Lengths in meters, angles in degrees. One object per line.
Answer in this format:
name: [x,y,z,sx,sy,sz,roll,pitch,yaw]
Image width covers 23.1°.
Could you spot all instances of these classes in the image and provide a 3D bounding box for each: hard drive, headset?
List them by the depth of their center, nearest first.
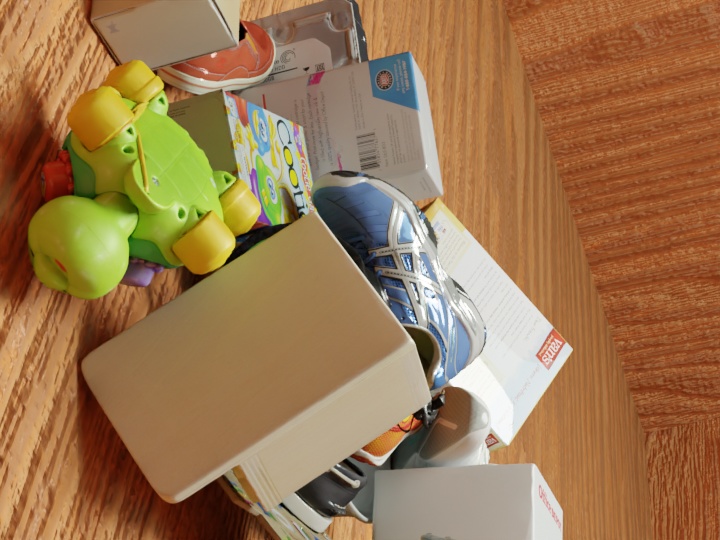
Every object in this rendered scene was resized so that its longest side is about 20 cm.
headset: [-0.022,0.049,1.329,0.200,0.124,0.094,40,-2,7]
hard drive: [-0.055,-0.145,1.628,0.038,0.139,0.201,43,38,-65]

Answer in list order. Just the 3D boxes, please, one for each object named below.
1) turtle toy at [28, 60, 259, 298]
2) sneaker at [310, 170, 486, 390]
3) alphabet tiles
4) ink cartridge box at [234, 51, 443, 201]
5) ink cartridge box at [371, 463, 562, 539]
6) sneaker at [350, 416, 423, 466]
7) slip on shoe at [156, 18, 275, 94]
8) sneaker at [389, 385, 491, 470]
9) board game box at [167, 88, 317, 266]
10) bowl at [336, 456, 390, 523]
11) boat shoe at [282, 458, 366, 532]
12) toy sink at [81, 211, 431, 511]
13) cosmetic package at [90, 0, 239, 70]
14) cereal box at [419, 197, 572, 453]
turtle toy: [-0.160,-0.047,1.192,0.146,0.101,0.200,51,21,-9]
sneaker: [0.026,0.007,1.404,0.200,0.076,0.077,52,43,-11]
alphabet tiles: [-0.071,0.176,1.347,0.166,0.006,0.200,46,1,37]
ink cartridge box: [-0.037,-0.108,1.550,0.068,0.199,0.115,52,28,-66]
ink cartridge box: [0.092,0.278,1.491,0.145,0.144,0.201,58,33,-60]
sneaker: [0.032,0.100,1.475,0.077,0.073,0.200,-60,180,18]
slip on shoe: [-0.118,-0.199,1.544,0.061,0.074,0.200,-67,170,18]
sneaker: [0.084,0.158,1.545,0.200,0.080,0.071,128,-18,-63]
board game box: [-0.113,-0.068,1.411,0.200,0.105,0.103,12,66,-73]
bowl: [-0.047,0.127,1.517,0.201,0.090,0.202,-13,90,-75]
boat shoe: [-0.074,0.122,1.360,0.200,0.060,0.074,46,2,-21]
toy sink: [-0.071,0.080,1.235,0.130,0.200,0.112,52,-10,28]
cosmetic package: [-0.154,-0.263,1.433,0.071,0.105,0.200,60,24,-49]
cereal box: [0.093,0.051,1.625,0.200,0.040,0.144,49,50,-9]
